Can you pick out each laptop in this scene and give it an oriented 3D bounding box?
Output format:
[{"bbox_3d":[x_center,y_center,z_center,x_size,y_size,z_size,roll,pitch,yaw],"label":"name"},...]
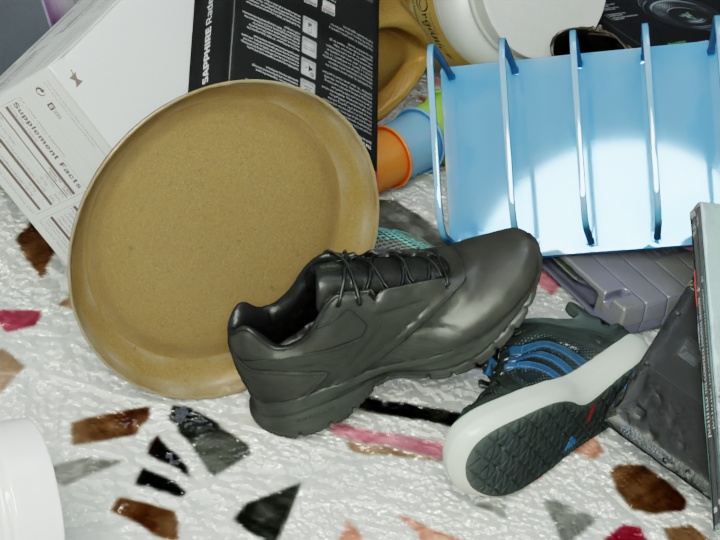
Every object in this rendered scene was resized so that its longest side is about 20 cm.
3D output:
[{"bbox_3d":[0.255,0.085,0.904,0.176,0.104,0.201,35,63,6],"label":"laptop"}]

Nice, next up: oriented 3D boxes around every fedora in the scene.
[{"bbox_3d":[-0.008,-0.166,1.100,0.081,0.203,0.200,33,40,28],"label":"fedora"}]

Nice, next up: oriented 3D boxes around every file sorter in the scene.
[{"bbox_3d":[0.148,-0.086,0.964,0.197,0.141,0.123,-4,-5,11],"label":"file sorter"}]

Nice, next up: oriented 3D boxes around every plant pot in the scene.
[{"bbox_3d":[-0.081,-0.019,0.853,0.198,0.203,0.027,-10,29,-27],"label":"plant pot"}]

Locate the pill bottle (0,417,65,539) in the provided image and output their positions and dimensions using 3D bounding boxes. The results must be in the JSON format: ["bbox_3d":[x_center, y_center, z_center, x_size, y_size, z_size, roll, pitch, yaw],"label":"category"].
[{"bbox_3d":[-0.244,0.127,0.673,0.198,0.112,0.111,-9,37,-26],"label":"pill bottle"}]

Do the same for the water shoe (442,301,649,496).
[{"bbox_3d":[0.098,0.075,0.876,0.079,0.072,0.199,36,32,29],"label":"water shoe"}]

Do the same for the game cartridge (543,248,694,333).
[{"bbox_3d":[0.180,-0.027,1.079,0.128,0.039,0.200,-8,37,-31],"label":"game cartridge"}]

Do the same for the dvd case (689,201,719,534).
[{"bbox_3d":[0.268,0.060,0.849,0.144,0.022,0.203,7,65,-8],"label":"dvd case"}]

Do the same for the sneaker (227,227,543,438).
[{"bbox_3d":[0.014,0.022,0.849,0.198,0.091,0.076,-27,37,-1],"label":"sneaker"}]

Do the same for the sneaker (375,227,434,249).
[{"bbox_3d":[0.000,0.000,0.976,0.198,0.078,0.091,26,20,19],"label":"sneaker"}]

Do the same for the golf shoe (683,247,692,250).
[{"bbox_3d":[0.203,-0.066,1.065,0.198,0.076,0.092,20,20,12],"label":"golf shoe"}]

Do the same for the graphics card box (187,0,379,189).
[{"bbox_3d":[-0.047,-0.149,0.931,0.124,0.051,0.203,19,62,-37],"label":"graphics card box"}]

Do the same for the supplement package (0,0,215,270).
[{"bbox_3d":[-0.132,-0.107,0.948,0.110,0.156,0.201,-18,28,41],"label":"supplement package"}]

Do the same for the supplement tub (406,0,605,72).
[{"bbox_3d":[0.099,-0.237,1.211,0.143,0.147,0.199,-10,11,-26],"label":"supplement tub"}]

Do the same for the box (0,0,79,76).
[{"bbox_3d":[-0.260,-0.202,1.056,0.121,0.202,0.199,-9,35,5],"label":"box"}]

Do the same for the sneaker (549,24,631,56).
[{"bbox_3d":[0.231,-0.117,1.100,0.198,0.076,0.106,20,-10,17],"label":"sneaker"}]

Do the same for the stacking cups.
[{"bbox_3d":[0.032,-0.092,1.127,0.060,0.061,0.199,31,44,30],"label":"stacking cups"}]

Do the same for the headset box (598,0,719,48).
[{"bbox_3d":[0.259,-0.201,1.300,0.172,0.094,0.200,-12,39,-30],"label":"headset box"}]
